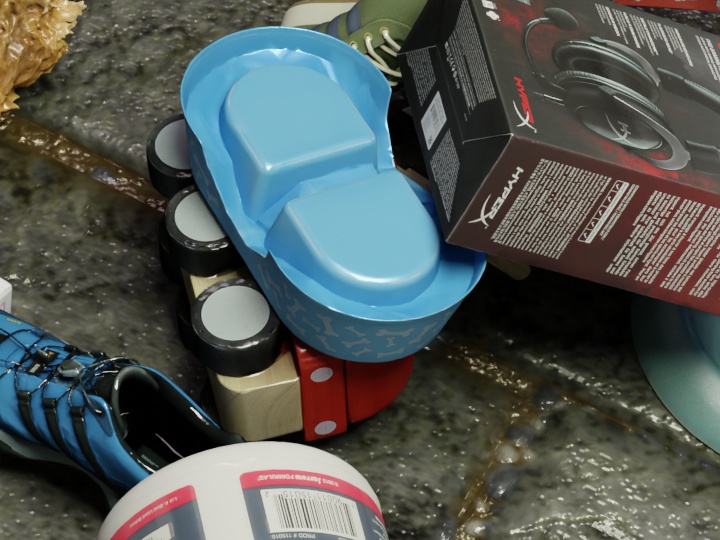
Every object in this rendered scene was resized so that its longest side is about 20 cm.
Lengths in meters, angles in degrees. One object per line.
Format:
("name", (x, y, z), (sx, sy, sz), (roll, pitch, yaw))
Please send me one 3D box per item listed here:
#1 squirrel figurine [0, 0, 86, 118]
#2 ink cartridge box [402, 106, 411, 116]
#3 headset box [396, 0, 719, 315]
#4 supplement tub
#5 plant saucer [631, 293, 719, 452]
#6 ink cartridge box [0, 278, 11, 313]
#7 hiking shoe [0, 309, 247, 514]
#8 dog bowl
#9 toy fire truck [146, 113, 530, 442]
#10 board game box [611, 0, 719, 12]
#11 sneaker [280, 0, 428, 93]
("squirrel figurine", (-0.261, -0.151, 1.425), (0.199, 0.142, 0.187), (27, 38, -5))
("ink cartridge box", (0.144, -0.067, 1.456), (0.162, 0.057, 0.200), (-20, 26, -26))
("headset box", (0.131, -0.064, 1.283), (0.199, 0.077, 0.149), (14, 39, -22))
("supplement tub", (-0.039, 0.192, 1.141), (0.140, 0.141, 0.201), (-5, 51, -14))
("plant saucer", (0.251, 0.032, 1.408), (0.199, 0.027, 0.201), (6, 49, -7))
("ink cartridge box", (-0.296, 0.004, 1.323), (0.200, 0.042, 0.119), (32, 50, 13))
("hiking shoe", (-0.135, 0.061, 1.255), (0.200, 0.087, 0.074), (32, 49, 3))
("dog bowl", (-0.018, -0.036, 1.270), (0.111, 0.050, 0.200), (-17, 55, -25))
("toy fire truck", (0.000, 0.000, 1.345), (0.199, 0.129, 0.177), (-12, 52, -8))
("board game box", (0.125, -0.183, 1.495), (0.103, 0.020, 0.200), (0, 16, -36))
("sneaker", (0.000, -0.109, 1.401), (0.067, 0.200, 0.090), (43, 65, -23))
